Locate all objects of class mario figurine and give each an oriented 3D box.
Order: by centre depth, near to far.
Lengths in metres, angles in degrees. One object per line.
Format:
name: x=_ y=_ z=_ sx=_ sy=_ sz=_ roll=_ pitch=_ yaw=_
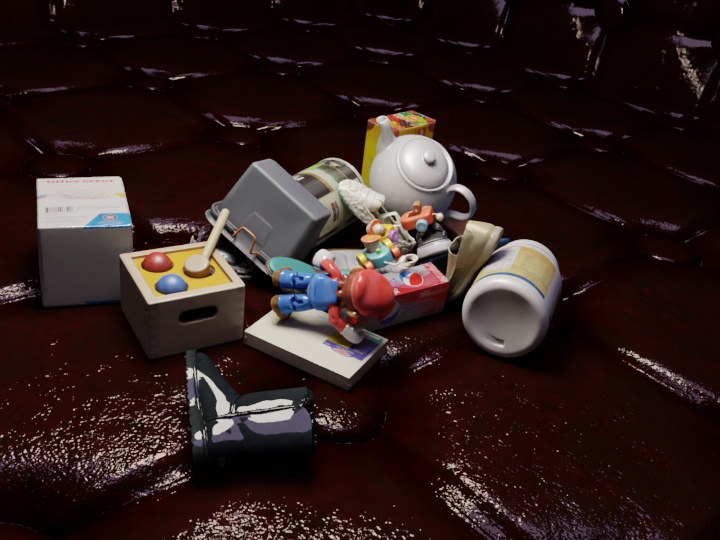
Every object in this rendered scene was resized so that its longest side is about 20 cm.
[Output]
mario figurine: x=-0.038 y=0.042 z=1.238 sx=0.197 sy=0.125 sz=0.106 roll=2 pitch=29 yaw=21

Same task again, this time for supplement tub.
supplement tub: x=0.266 y=0.042 z=1.330 sx=0.143 sy=0.147 sz=0.200 roll=17 pitch=29 yaw=16

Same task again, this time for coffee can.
coffee can: x=-0.096 y=-0.127 z=1.542 sx=0.145 sy=0.148 sz=0.200 roll=20 pitch=30 yaw=22

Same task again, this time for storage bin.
storage bin: x=-0.159 y=-0.097 z=1.388 sx=0.199 sy=0.135 sz=0.145 roll=41 pitch=22 yaw=6

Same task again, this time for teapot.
teapot: x=0.120 y=-0.194 z=1.562 sx=0.197 sy=0.146 sz=0.201 roll=0 pitch=71 yaw=-18

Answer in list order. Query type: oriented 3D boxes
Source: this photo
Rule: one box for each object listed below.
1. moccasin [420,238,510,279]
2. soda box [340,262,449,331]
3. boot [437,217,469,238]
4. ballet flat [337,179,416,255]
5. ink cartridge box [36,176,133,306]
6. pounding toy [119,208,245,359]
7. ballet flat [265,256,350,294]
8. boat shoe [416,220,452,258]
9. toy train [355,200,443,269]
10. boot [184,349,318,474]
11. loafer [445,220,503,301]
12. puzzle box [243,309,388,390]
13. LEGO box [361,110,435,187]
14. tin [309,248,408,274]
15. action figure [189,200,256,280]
moccasin: x=0.205 y=-0.012 z=1.495 sx=0.197 sy=0.069 sz=0.080 roll=-17 pitch=3 yaw=-19
soda box: x=0.058 y=0.048 z=1.341 sx=0.198 sy=0.071 sz=0.063 roll=-13 pitch=39 yaw=-32
boot: x=0.159 y=-0.090 z=1.653 sx=0.199 sy=0.069 sz=0.187 roll=31 pitch=28 yaw=23
ballet flat: x=0.040 y=-0.109 z=1.516 sx=0.201 sy=0.071 sz=0.072 roll=50 pitch=25 yaw=-14
ink cartridge box: x=-0.469 y=-0.055 z=1.318 sx=0.145 sy=0.147 sz=0.200 roll=-3 pitch=30 yaw=-20
pounding toy: x=-0.273 y=0.014 z=1.246 sx=0.197 sy=0.144 sz=0.184 roll=-11 pitch=34 yaw=-30
ballet flat: x=-0.077 y=0.028 z=1.343 sx=0.197 sy=0.076 sz=0.069 roll=8 pitch=50 yaw=-22
boat shoe: x=0.137 y=-0.065 z=1.491 sx=0.069 sy=0.067 sz=0.200 roll=-16 pitch=2 yaw=6
toy train: x=0.064 y=-0.069 z=1.412 sx=0.148 sy=0.056 sz=0.201 roll=-13 pitch=26 yaw=25
boot: x=-0.149 y=0.181 z=1.043 sx=0.165 sy=0.077 sz=0.201 roll=-5 pitch=38 yaw=-15
loafer: x=0.183 y=-0.022 z=1.369 sx=0.068 sy=0.201 sz=0.076 roll=36 pitch=46 yaw=5
puzzle box: x=-0.070 y=0.114 z=1.240 sx=0.198 sy=0.026 sz=0.133 roll=21 pitch=31 yaw=23
LEGO box: x=0.080 y=-0.240 z=1.732 sx=0.077 sy=0.203 sz=0.148 roll=30 pitch=35 yaw=35
tin: x=0.000 y=0.000 z=1.453 sx=0.197 sy=0.042 sz=0.113 roll=0 pitch=34 yaw=-14
action figure: x=-0.250 y=-0.045 z=1.435 sx=0.128 sy=0.070 sz=0.201 roll=21 pitch=31 yaw=-14
